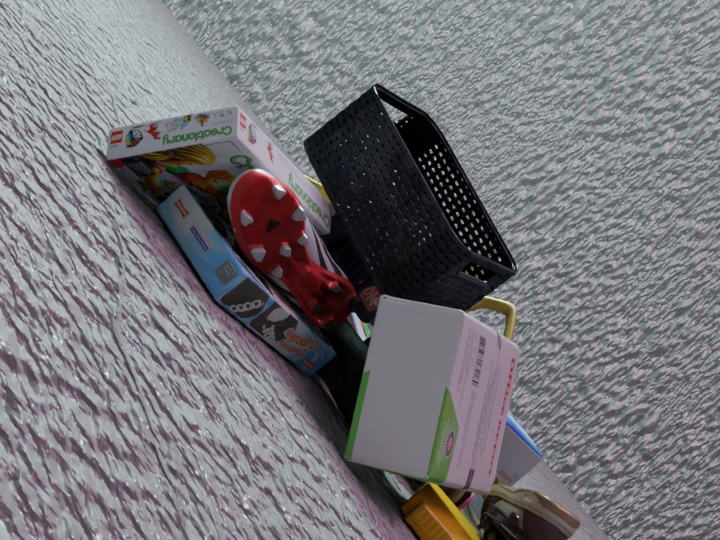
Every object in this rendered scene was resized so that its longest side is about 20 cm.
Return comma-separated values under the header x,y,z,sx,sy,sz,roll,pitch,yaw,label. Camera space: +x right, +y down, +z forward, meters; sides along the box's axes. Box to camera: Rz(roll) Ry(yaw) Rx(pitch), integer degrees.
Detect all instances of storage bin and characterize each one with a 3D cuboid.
x,y,z,sx,sy,sz,roll,pitch,yaw,label
0.047,-0.060,1.607,0.135,0.094,0.201,21,36,-58,storage bin

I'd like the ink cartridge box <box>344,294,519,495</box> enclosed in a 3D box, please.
x,y,z,sx,sy,sz,roll,pitch,yaw,label
0.068,0.115,1.521,0.083,0.147,0.200,10,-8,21,ink cartridge box

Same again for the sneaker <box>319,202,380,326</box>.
x,y,z,sx,sy,sz,roll,pitch,yaw,label
0.000,0.000,1.689,0.200,0.075,0.085,47,20,-62,sneaker

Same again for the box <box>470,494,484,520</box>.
x,y,z,sx,sy,sz,roll,pitch,yaw,label
0.193,0.332,1.874,0.200,0.048,0.158,54,4,32,box

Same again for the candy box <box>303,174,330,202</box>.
x,y,z,sx,sy,sz,roll,pitch,yaw,label
-0.073,-0.082,1.931,0.102,0.027,0.200,31,-7,13,candy box

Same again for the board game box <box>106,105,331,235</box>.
x,y,z,sx,sy,sz,roll,pitch,yaw,label
-0.121,-0.078,1.513,0.200,0.125,0.035,44,42,-57,board game box

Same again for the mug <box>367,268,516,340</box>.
x,y,z,sx,sy,sz,roll,pitch,yaw,label
0.064,0.052,1.921,0.185,0.154,0.150,2,-29,31,mug

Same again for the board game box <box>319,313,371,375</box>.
x,y,z,sx,sy,sz,roll,pitch,yaw,label
-0.030,0.044,1.774,0.200,0.036,0.152,33,37,-75,board game box

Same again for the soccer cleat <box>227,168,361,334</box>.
x,y,z,sx,sy,sz,roll,pitch,yaw,label
-0.068,-0.023,1.507,0.085,0.069,0.200,43,-7,47,soccer cleat

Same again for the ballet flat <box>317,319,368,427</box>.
x,y,z,sx,sy,sz,roll,pitch,yaw,label
-0.017,0.098,1.629,0.066,0.057,0.201,-4,54,-45,ballet flat

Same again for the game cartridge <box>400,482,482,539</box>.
x,y,z,sx,sy,sz,roll,pitch,yaw,label
0.112,0.283,1.562,0.200,0.032,0.176,49,3,7,game cartridge

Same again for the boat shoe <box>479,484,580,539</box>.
x,y,z,sx,sy,sz,roll,pitch,yaw,label
0.144,0.245,1.596,0.072,0.065,0.200,40,-14,-6,boat shoe

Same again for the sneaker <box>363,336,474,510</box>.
x,y,z,sx,sy,sz,roll,pitch,yaw,label
0.048,0.147,1.688,0.087,0.073,0.201,14,50,-66,sneaker

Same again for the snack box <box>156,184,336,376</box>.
x,y,z,sx,sy,sz,roll,pitch,yaw,label
-0.100,0.012,1.531,0.116,0.037,0.200,54,4,32,snack box

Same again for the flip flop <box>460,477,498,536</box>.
x,y,z,sx,sy,sz,roll,pitch,yaw,label
0.110,0.208,1.775,0.081,0.057,0.202,24,47,-78,flip flop

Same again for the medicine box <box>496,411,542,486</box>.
x,y,z,sx,sy,sz,roll,pitch,yaw,label
0.107,0.163,2.057,0.200,0.103,0.182,52,4,27,medicine box
